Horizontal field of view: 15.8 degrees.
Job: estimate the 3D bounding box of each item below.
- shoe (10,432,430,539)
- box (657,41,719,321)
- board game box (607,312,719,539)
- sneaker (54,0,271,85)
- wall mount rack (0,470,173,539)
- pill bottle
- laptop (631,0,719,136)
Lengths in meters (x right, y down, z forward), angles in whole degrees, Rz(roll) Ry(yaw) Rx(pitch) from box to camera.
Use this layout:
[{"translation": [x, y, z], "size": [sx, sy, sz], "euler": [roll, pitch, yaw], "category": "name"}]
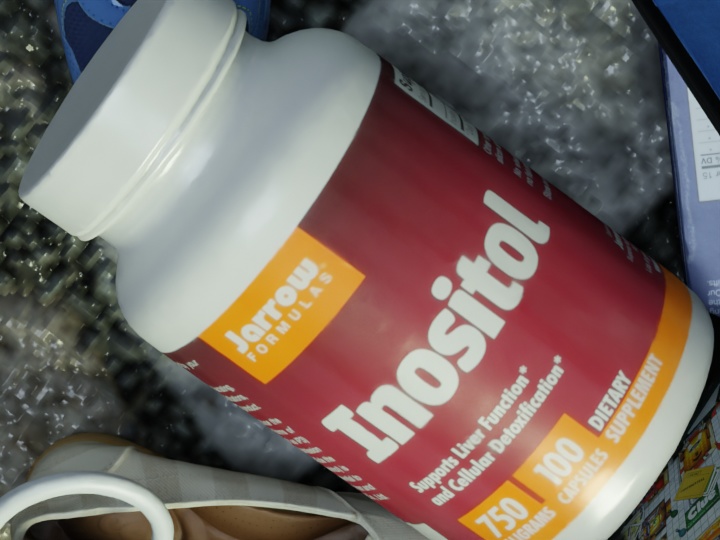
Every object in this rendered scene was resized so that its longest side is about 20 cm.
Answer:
[{"translation": [-0.021, 0.104, 0.862], "size": [0.200, 0.053, 0.070], "euler": [13, 99, 5], "category": "shoe"}, {"translation": [0.162, -0.021, 0.834], "size": [0.121, 0.032, 0.200], "euler": [-6, 98, 7], "category": "box"}, {"translation": [0.083, 0.113, 0.778], "size": [0.023, 0.105, 0.200], "euler": [36, 87, -34], "category": "board game box"}, {"translation": [-0.064, -0.131, 0.821], "size": [0.074, 0.082, 0.200], "euler": [4, 100, 4], "category": "sneaker"}, {"translation": [-0.091, 0.159, 0.844], "size": [0.173, 0.075, 0.200], "euler": [15, 129, -23], "category": "wall mount rack"}, {"translation": [0.000, 0.000, 0.795], "size": [0.200, 0.113, 0.113], "euler": [35, 101, -14], "category": "pill bottle"}, {"translation": [0.154, -0.136, 0.706], "size": [0.177, 0.103, 0.200], "euler": [-17, 103, -12], "category": "laptop"}]
